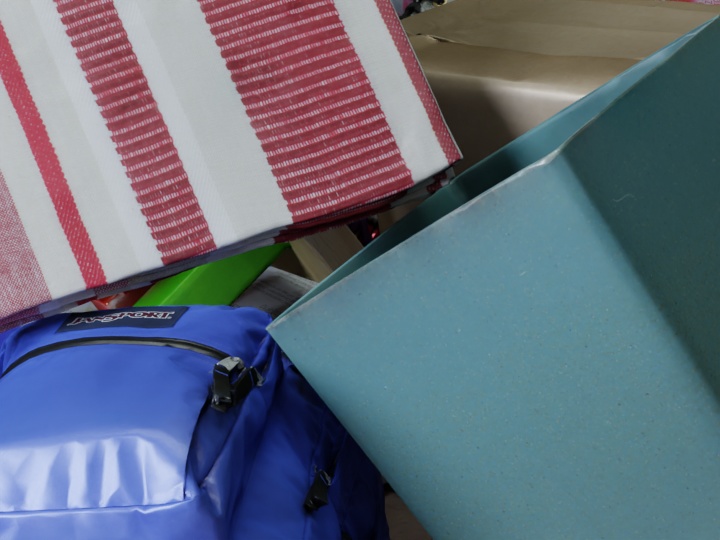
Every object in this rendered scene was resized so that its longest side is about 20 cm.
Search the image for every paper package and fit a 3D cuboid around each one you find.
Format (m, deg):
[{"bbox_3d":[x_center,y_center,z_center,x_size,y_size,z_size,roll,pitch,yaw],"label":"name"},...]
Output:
[{"bbox_3d":[0.107,-0.002,1.037,0.190,0.201,0.103,9,28,39],"label":"paper package"}]

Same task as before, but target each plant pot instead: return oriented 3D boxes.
[{"bbox_3d":[0.101,0.047,0.898,0.141,0.200,0.141,-31,4,39],"label":"plant pot"}]

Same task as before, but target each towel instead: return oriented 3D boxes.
[{"bbox_3d":[-0.078,-0.066,0.935,0.199,0.145,0.023,-18,-17,-20],"label":"towel"}]

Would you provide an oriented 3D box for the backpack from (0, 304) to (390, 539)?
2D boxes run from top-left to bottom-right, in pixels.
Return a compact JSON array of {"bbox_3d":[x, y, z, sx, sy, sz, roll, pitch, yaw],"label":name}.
[{"bbox_3d":[-0.066,0.093,0.920,0.162,0.169,0.200,1,24,11],"label":"backpack"}]

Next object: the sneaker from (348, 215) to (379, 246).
[{"bbox_3d":[0.000,0.000,1.229,0.199,0.084,0.081,-2,23,11],"label":"sneaker"}]

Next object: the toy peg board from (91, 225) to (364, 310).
[{"bbox_3d":[-0.125,-0.056,1.072,0.098,0.200,0.199,-44,24,-13],"label":"toy peg board"}]

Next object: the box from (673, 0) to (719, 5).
[{"bbox_3d":[0.156,-0.071,1.184,0.102,0.201,0.095,8,29,38],"label":"box"}]

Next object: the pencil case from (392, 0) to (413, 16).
[{"bbox_3d":[-0.002,-0.090,1.294,0.090,0.201,0.083,-20,41,-41],"label":"pencil case"}]

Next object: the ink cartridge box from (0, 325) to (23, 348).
[{"bbox_3d":[-0.215,0.078,1.035,0.200,0.037,0.095,-44,33,5],"label":"ink cartridge box"}]

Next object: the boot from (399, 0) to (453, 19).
[{"bbox_3d":[0.010,-0.104,1.183,0.199,0.139,0.077,14,1,-24],"label":"boot"}]

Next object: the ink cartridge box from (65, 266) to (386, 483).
[{"bbox_3d":[-0.099,0.064,1.111,0.199,0.085,0.144,-20,23,-27],"label":"ink cartridge box"}]
